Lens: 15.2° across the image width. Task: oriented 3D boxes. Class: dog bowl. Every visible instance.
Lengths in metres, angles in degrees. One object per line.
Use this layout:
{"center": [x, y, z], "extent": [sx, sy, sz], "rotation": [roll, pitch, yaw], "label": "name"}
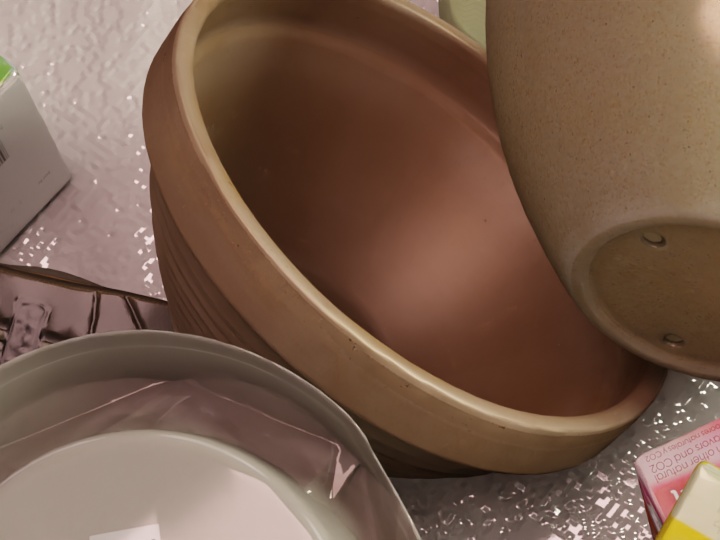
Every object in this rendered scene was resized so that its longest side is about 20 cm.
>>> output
{"center": [-0.064, 0.122, 0.807], "extent": [0.198, 0.059, 0.202], "rotation": [-4, 74, 13], "label": "dog bowl"}

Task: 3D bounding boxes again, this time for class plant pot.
{"center": [0.000, 0.000, 0.911], "extent": [0.093, 0.200, 0.202], "rotation": [-47, 54, 33], "label": "plant pot"}
{"center": [0.125, -0.045, 0.858], "extent": [0.199, 0.201, 0.135], "rotation": [8, 57, 16], "label": "plant pot"}

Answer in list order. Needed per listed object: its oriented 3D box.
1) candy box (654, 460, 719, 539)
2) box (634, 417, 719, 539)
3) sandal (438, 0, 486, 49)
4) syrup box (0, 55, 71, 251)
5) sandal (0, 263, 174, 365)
{"center": [0.092, 0.166, 0.771], "extent": [0.102, 0.026, 0.201], "rotation": [30, 92, 9], "label": "candy box"}
{"center": [0.196, 0.076, 0.847], "extent": [0.199, 0.100, 0.096], "rotation": [-24, 60, -1], "label": "box"}
{"center": [0.060, -0.167, 1.028], "extent": [0.079, 0.057, 0.202], "rotation": [-9, 61, 8], "label": "sandal"}
{"center": [-0.211, -0.079, 1.029], "extent": [0.200, 0.082, 0.079], "rotation": [37, 74, 25], "label": "syrup box"}
{"center": [-0.104, 0.044, 0.953], "extent": [0.198, 0.055, 0.082], "rotation": [17, 86, 5], "label": "sandal"}
